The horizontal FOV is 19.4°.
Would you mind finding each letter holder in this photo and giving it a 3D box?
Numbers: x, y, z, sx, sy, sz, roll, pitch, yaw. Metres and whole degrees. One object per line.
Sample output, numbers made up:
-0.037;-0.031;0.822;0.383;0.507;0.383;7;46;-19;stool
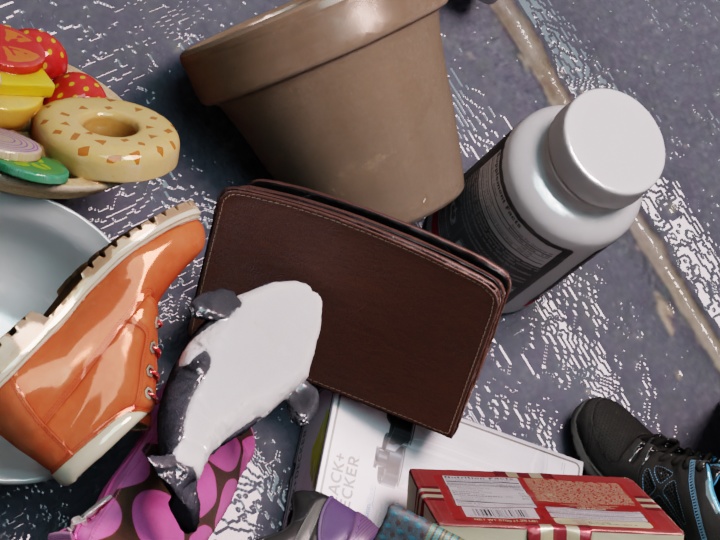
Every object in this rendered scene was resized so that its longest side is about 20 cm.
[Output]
0.000;0.000;1.441;0.199;0.143;0.101;20;39;6;letter holder

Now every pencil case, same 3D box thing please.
-0.135;0.149;1.356;0.094;0.091;0.200;56;29;-18;pencil case

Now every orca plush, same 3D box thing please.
-0.088;0.087;1.347;0.105;0.071;0.200;32;47;-18;orca plush

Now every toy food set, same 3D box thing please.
-0.234;-0.113;1.428;0.197;0.049;0.200;-1;37;-38;toy food set

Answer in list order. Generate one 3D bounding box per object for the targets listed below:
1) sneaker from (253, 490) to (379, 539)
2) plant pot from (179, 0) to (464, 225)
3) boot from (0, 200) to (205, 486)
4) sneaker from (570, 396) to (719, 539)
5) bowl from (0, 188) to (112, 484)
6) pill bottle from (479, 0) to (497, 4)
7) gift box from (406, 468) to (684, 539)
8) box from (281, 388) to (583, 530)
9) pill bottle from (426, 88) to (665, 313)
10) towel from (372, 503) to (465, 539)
-0.063;0.220;1.322;0.087;0.076;0.200;35;51;12;sneaker
-0.008;-0.116;1.525;0.200;0.200;0.175;-29;102;-31;plant pot
-0.153;0.044;1.338;0.107;0.075;0.200;46;66;-5;boot
0.236;0.153;1.539;0.073;0.082;0.200;-14;50;-43;sneaker
-0.242;0.055;1.381;0.200;0.090;0.202;10;65;-21;bowl
0.032;-0.288;1.640;0.199;0.113;0.113;24;61;-14;pill bottle
0.103;0.239;1.351;0.184;0.200;0.188;3;98;-1;gift box
0.051;0.164;1.489;0.199;0.060;0.117;21;61;-15;box
0.136;-0.052;1.538;0.110;0.200;0.111;10;64;-22;pill bottle
0.076;0.247;1.261;0.199;0.022;0.147;28;99;11;towel
